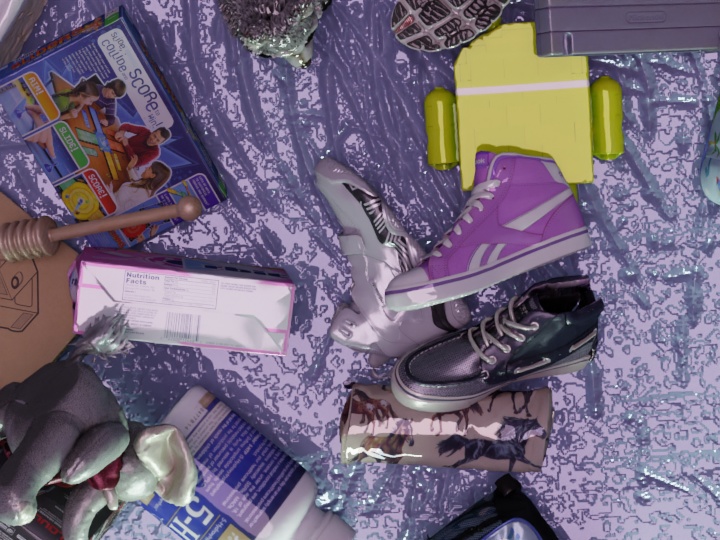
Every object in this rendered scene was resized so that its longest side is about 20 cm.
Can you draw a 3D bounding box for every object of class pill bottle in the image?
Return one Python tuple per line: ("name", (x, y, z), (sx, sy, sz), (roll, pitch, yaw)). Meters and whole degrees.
("pill bottle", (-0.108, 0.210, 1.535), (0.200, 0.120, 0.120), (38, 96, 1))

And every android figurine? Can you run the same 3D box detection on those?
("android figurine", (0.147, -0.139, 1.532), (0.180, 0.041, 0.202), (-5, 96, 5))

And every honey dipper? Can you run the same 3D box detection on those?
("honey dipper", (-0.232, -0.040, 1.508), (0.199, 0.038, 0.038), (-9, 93, 22))

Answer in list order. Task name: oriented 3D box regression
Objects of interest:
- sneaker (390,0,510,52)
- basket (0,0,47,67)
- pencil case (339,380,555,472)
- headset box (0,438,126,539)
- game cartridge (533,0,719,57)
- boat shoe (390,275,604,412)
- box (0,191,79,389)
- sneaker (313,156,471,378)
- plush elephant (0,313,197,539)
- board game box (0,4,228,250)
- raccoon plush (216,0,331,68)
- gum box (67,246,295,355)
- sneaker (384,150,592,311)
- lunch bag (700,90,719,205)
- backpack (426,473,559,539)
("sneaker", (0.112, -0.258, 1.503), (0.200, 0.085, 0.077), (-39, 87, -6))
("basket", (-0.392, -0.258, 1.522), (0.199, 0.123, 0.136), (31, 95, 1))
("pencil case", (0.080, 0.141, 1.534), (0.198, 0.090, 0.078), (2, 106, 1))
("headset box", (-0.302, 0.207, 1.504), (0.148, 0.200, 0.075), (36, 111, 2))
("game cartridge", (0.240, -0.255, 1.482), (0.199, 0.038, 0.131), (-5, 89, -25))
("boat shoe", (0.122, 0.058, 1.491), (0.199, 0.093, 0.075), (-16, 54, -20))
("box", (-0.350, 0.012, 1.552), (0.200, 0.021, 0.164), (39, 66, 1))
("sneaker", (0.000, 0.000, 1.534), (0.115, 0.075, 0.200), (-40, 94, 3))
("plush elephant", (-0.233, 0.156, 1.420), (0.200, 0.164, 0.155), (-48, 126, -24))
("board game box", (-0.224, -0.120, 1.521), (0.135, 0.035, 0.201), (-25, 119, 5))
("raccoon plush", (-0.108, -0.258, 1.495), (0.200, 0.134, 0.097), (40, 97, 0))
("gum box", (-0.164, 0.025, 1.509), (0.198, 0.114, 0.067), (7, 97, -9))
("sneaker", (0.096, -0.040, 1.480), (0.199, 0.073, 0.115), (-22, 92, -22))
("lunch bag", (0.398, -0.139, 1.488), (0.160, 0.082, 0.202), (13, 95, -10))
("backpack", (0.106, 0.321, 1.505), (0.199, 0.147, 0.183), (-35, 102, 10))
